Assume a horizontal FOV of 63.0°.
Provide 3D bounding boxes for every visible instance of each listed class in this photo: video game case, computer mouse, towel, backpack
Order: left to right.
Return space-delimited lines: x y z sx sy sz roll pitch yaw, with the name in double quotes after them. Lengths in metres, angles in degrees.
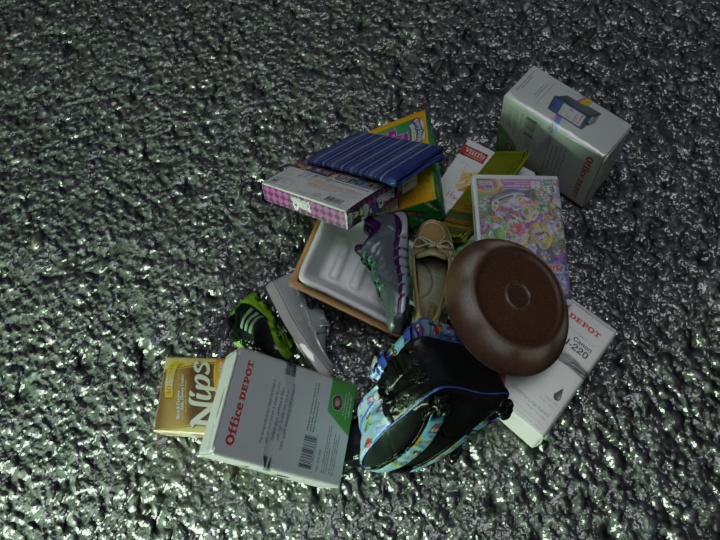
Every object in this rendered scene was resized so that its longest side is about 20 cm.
-0.034 -0.142 0.965 0.196 0.037 0.180 21 42 36 "video game case"
0.026 -0.187 0.978 0.196 0.025 0.144 20 42 38 "towel"
0.056 0.222 0.901 0.192 0.046 0.145 -4 67 6 "computer mouse"
0.080 0.185 0.805 0.201 0.179 0.137 -49 47 28 "backpack"
0.199 -0.129 0.984 0.201 0.018 0.085 -51 32 -15 "towel"
0.242 -0.047 0.894 0.138 0.018 0.207 0 74 -5 "video game case"

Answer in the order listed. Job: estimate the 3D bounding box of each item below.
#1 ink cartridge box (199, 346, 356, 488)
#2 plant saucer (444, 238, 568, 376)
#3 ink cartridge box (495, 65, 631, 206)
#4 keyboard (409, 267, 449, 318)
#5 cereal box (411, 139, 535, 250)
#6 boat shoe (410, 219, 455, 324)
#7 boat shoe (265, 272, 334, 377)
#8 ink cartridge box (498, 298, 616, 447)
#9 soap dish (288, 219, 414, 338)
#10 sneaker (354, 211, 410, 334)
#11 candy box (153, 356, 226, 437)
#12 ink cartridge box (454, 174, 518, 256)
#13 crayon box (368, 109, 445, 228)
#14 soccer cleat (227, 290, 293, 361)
-0.116 0.215 0.852 0.195 0.084 0.150 23 64 -22 "ink cartridge box"
0.212 0.041 0.813 0.193 0.037 0.207 7 65 -14 "plant saucer"
0.339 -0.226 1.007 0.087 0.146 0.199 -42 67 -14 "ink cartridge box"
0.154 0.051 0.897 0.194 0.011 0.057 20 65 16 "keyboard"
0.199 -0.120 1.036 0.141 0.040 0.202 30 74 19 "cereal box"
0.107 0.004 0.886 0.070 0.064 0.206 6 62 9 "boat shoe"
-0.086 0.088 0.971 0.067 0.073 0.202 -31 57 -8 "boat shoe"
0.269 0.135 0.893 0.144 0.085 0.201 37 73 20 "ink cartridge box"
0.000 0.000 0.963 0.195 0.081 0.161 25 70 -2 "soap dish"
0.031 0.002 0.889 0.084 0.075 0.206 2 56 0 "sneaker"
-0.220 0.204 0.938 0.192 0.056 0.119 1 68 6 "candy box"
0.250 -0.055 0.959 0.117 0.067 0.202 43 74 -17 "ink cartridge box"
0.079 -0.174 1.035 0.115 0.058 0.206 -15 57 21 "crayon box"
-0.162 0.103 0.935 0.081 0.068 0.200 -41 31 -5 "soccer cleat"
